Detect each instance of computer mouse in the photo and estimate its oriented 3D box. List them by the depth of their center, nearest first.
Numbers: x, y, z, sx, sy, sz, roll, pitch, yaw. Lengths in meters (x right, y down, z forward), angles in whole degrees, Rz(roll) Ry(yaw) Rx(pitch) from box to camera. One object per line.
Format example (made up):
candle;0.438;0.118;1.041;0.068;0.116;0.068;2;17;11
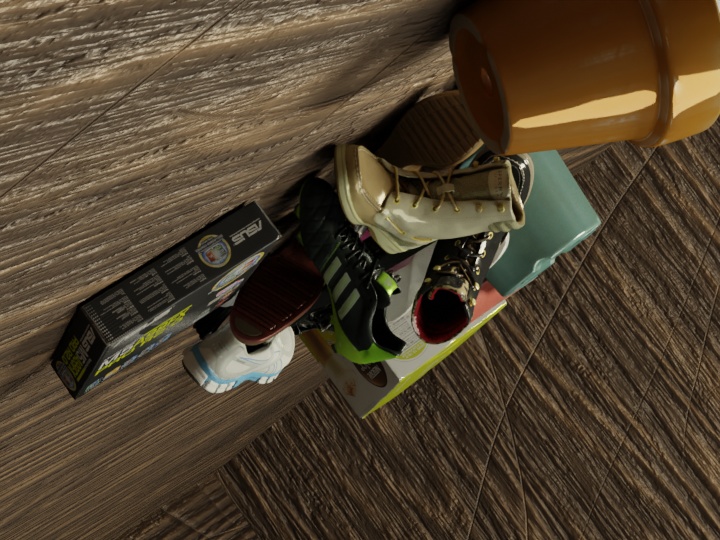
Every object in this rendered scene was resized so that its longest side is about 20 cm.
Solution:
computer mouse;-0.128;0.020;1.713;0.109;0.044;0.200;-35;174;-14

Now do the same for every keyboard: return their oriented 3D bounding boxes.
keyboard;0.000;0.000;1.673;0.199;0.021;0.127;-31;-152;14

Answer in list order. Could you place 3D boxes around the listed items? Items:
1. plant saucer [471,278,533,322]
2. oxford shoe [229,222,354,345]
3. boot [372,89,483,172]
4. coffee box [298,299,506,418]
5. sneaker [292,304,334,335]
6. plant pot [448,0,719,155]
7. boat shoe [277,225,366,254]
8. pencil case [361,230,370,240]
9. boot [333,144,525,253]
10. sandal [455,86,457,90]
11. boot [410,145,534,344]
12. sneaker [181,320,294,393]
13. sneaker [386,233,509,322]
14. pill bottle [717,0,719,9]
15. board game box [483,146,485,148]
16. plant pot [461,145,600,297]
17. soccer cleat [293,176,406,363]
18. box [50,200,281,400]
plant saucer;0.106;-0.035;1.982;0.200;0.199;0.037;-30;156;-49
oxford shoe;-0.071;0.018;1.631;0.200;0.070;0.075;-48;168;-39
boot;0.091;-0.138;1.646;0.199;0.073;0.166;-29;176;35
coffee box;0.042;0.050;2.188;0.199;0.198;0.200;-34;173;-24
sneaker;-0.064;0.054;1.956;0.114;0.077;0.199;-31;-154;-9
plant pot;0.181;-0.186;1.356;0.182;0.202;0.200;-19;170;-11
boat shoe;-0.052;-0.010;1.797;0.057;0.067;0.200;-12;157;-38
pencil case;0.021;-0.054;1.833;0.093;0.091;0.200;-35;176;-40
boot;0.068;-0.077;1.532;0.153;0.073;0.200;-8;158;19
sandal;0.131;-0.183;1.681;0.076;0.043;0.200;-37;174;0
boot;0.115;-0.026;1.676;0.200;0.073;0.151;-59;-174;49
sneaker;-0.111;0.079;1.761;0.087;0.075;0.200;-40;173;23
sneaker;0.088;-0.020;1.848;0.199;0.075;0.089;-30;-164;28
pill bottle;0.319;-0.301;1.551;0.112;0.112;0.200;-36;174;-8
board game box;0.192;-0.191;1.754;0.201;0.032;0.120;-55;-179;0
plant pot;0.171;-0.089;1.902;0.200;0.197;0.200;-36;173;-5
soccer cleat;-0.006;-0.001;1.571;0.080;0.202;0.068;-3;-154;32
box;-0.181;0.028;1.468;0.199;0.044;0.160;-34;174;-30
